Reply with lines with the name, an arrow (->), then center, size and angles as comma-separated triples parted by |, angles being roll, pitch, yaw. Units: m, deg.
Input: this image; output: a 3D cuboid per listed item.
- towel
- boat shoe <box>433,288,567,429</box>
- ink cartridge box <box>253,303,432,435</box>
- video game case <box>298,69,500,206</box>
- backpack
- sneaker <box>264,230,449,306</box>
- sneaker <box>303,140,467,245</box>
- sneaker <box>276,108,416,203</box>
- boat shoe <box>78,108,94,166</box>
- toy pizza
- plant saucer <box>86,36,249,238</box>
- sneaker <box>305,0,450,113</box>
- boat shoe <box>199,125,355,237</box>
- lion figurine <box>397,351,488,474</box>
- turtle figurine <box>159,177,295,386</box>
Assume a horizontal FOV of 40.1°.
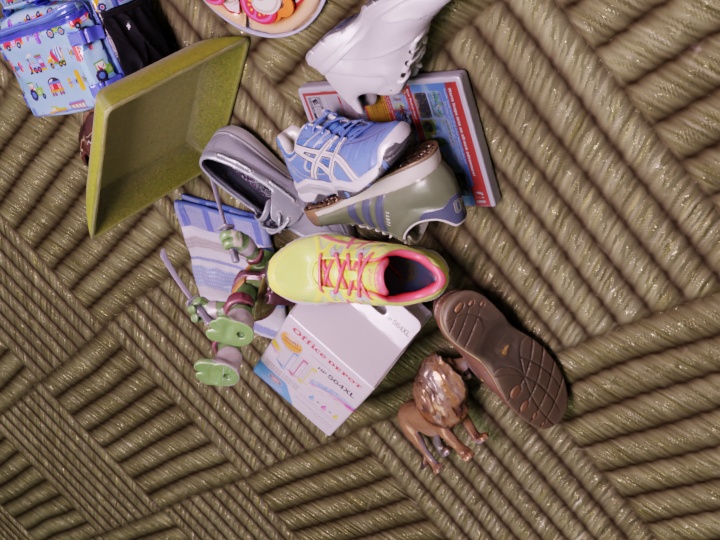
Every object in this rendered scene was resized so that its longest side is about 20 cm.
towel -> -0.166, 0.000, 1.287 | 0.145, 0.024, 0.202 | 16, 134, 27
boat shoe -> 0.154, 0.093, 1.090 | 0.200, 0.072, 0.067 | 46, 174, -18
ink cartridge box -> -0.021, 0.078, 1.143 | 0.128, 0.125, 0.200 | 39, 148, 3
video game case -> 0.038, -0.130, 1.011 | 0.198, 0.017, 0.144 | 4, 127, 37
backpack -> -0.316, -0.286, 1.067 | 0.181, 0.135, 0.202 | 4, 125, 35
sneaker -> 0.000, 0.000, 1.018 | 0.197, 0.090, 0.079 | -2, 95, -5
sneaker -> 0.027, -0.060, 1.016 | 0.199, 0.067, 0.090 | -18, 114, 47
sneaker -> -0.022, -0.119, 0.980 | 0.199, 0.076, 0.077 | -10, 119, 54
boat shoe -> -0.293, -0.155, 1.163 | 0.069, 0.071, 0.200 | 8, 179, -20
toy pizza -> -0.116, -0.316, 0.956 | 0.198, 0.032, 0.202 | 22, 136, 22
plant saucer -> -0.220, -0.155, 1.060 | 0.048, 0.199, 0.201 | 41, 141, 13
sneaker -> 0.032, -0.213, 0.903 | 0.087, 0.074, 0.199 | 52, 148, -9
boat shoe -> -0.098, -0.078, 1.120 | 0.200, 0.072, 0.070 | 39, 141, -6
lion figurine -> 0.085, 0.179, 1.212 | 0.123, 0.072, 0.200 | 49, 144, 3
turtle figurine -> -0.169, 0.022, 1.137 | 0.143, 0.195, 0.200 | -31, 120, 23
